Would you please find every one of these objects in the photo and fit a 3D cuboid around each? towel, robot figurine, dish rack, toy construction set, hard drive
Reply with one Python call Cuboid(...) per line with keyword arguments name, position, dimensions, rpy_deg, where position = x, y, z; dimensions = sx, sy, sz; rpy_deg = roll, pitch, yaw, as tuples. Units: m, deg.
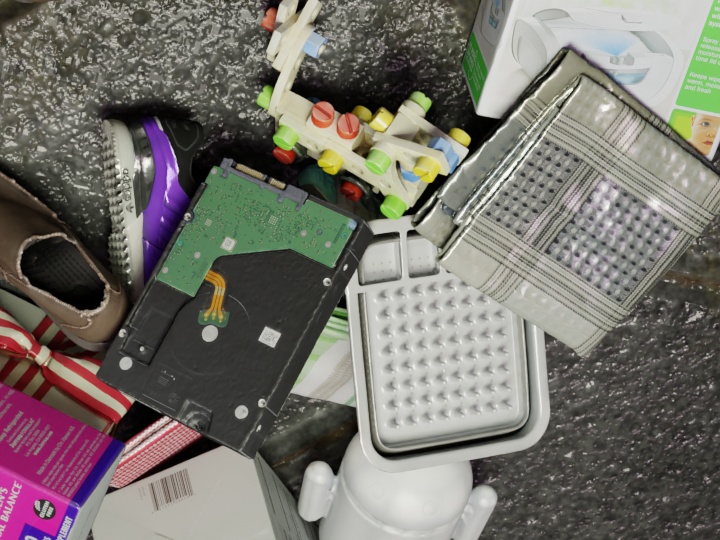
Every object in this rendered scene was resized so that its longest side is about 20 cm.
Cuboid(name="towel", position=(-0.151, 0.129, 1.607), dimensions=(0.145, 0.200, 0.023), rpy_deg=(-35, 84, -6))
Cuboid(name="towel", position=(0.166, -0.047, 1.530), dimensions=(0.200, 0.035, 0.193), rpy_deg=(34, 107, -23))
Cuboid(name="robot figurine", position=(0.030, 0.201, 1.700), dimensions=(0.169, 0.113, 0.200), rpy_deg=(7, 137, -12))
Cuboid(name="dish rack", position=(0.063, 0.052, 1.574), dimensions=(0.171, 0.044, 0.200), rpy_deg=(-8, 96, -24))
Cuboid(name="toy construction set", position=(-0.011, -0.118, 1.521), dimensions=(0.092, 0.131, 0.200), rpy_deg=(-42, 76, -17))
Cuboid(name="towel", position=(0.019, 0.089, 1.658), dimensions=(0.200, 0.031, 0.149), rpy_deg=(13, 148, -19))
Cuboid(name="hard drive", position=(-0.095, 0.026, 1.504), dimensions=(0.140, 0.038, 0.200), rpy_deg=(24, 81, 21))

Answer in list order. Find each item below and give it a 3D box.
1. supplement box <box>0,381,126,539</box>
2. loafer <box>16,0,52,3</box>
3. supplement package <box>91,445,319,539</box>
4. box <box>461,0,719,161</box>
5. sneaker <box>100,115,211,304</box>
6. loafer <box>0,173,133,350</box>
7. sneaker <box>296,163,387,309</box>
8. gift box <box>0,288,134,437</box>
Cuboid(name="supplement box", position=(-0.292, 0.143, 1.452), dimensions=(0.200, 0.103, 0.101), rpy_deg=(26, 117, 2))
Cuboid(name="loafer", position=(-0.163, -0.255, 1.357), dimensions=(0.200, 0.071, 0.073), rpy_deg=(-53, 138, -13))
Cuboid(name="supplement package", position=(-0.114, 0.272, 1.680), dimensions=(0.152, 0.151, 0.200), rpy_deg=(-23, 145, 6))
Cuboid(name="box", position=(0.200, -0.199, 1.527), dimensions=(0.200, 0.097, 0.177), rpy_deg=(11, 119, -12))
Cuboid(name="sneaker", position=(-0.151, -0.036, 1.591), dimensions=(0.099, 0.070, 0.200), rpy_deg=(-12, 127, -17))
Cuboid(name="loafer", position=(-0.256, -0.023, 1.535), dimensions=(0.200, 0.071, 0.073), rpy_deg=(37, 72, 8))
Cuboid(name="sneaker", position=(0.000, 0.000, 1.628), dimensions=(0.091, 0.078, 0.200), rpy_deg=(-33, 116, 16))
Cuboid(name="gift box", position=(-0.289, 0.118, 1.601), dimensions=(0.184, 0.200, 0.187), rpy_deg=(24, 118, -4))
